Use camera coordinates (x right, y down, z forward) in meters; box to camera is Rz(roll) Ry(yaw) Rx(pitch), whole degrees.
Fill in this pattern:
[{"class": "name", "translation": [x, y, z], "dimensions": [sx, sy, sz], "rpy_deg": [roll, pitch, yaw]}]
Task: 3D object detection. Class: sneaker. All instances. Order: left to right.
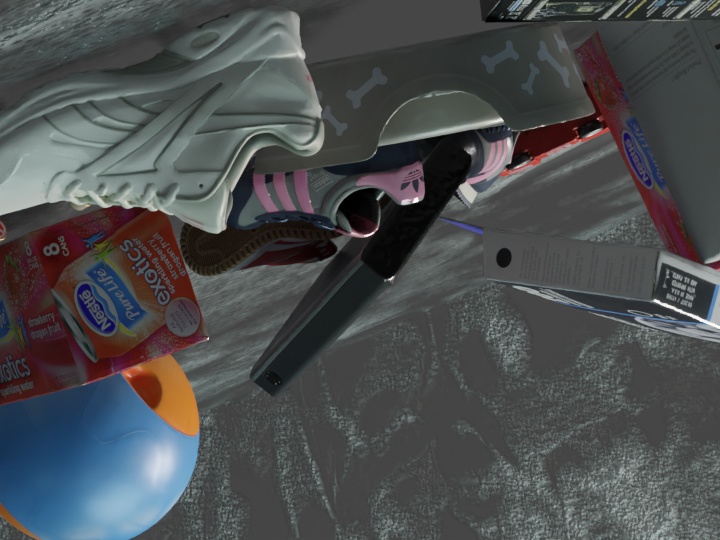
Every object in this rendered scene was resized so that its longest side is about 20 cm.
[{"class": "sneaker", "translation": [-0.109, -0.058, 1.082], "dimensions": [0.200, 0.099, 0.078], "rpy_deg": [-23, 174, -1]}, {"class": "sneaker", "translation": [-0.030, -0.051, 1.458], "dimensions": [0.070, 0.082, 0.200], "rpy_deg": [-20, 174, -36]}, {"class": "sneaker", "translation": [-0.031, -0.049, 1.601], "dimensions": [0.200, 0.071, 0.112], "rpy_deg": [-20, 174, 38]}, {"class": "sneaker", "translation": [0.083, -0.109, 1.632], "dimensions": [0.082, 0.070, 0.200], "rpy_deg": [-46, 173, -2]}]

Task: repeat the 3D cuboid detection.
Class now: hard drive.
[{"class": "hard drive", "translation": [0.000, 0.000, 1.565], "dimensions": [0.140, 0.033, 0.200], "rpy_deg": [-54, -175, -38]}]

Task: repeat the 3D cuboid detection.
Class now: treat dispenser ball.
[{"class": "treat dispenser ball", "translation": [-0.239, 0.140, 1.849], "dimensions": [0.201, 0.201, 0.201], "rpy_deg": [-23, 174, -3]}]

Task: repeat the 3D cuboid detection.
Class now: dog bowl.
[{"class": "dog bowl", "translation": [0.032, -0.101, 1.231], "dimensions": [0.200, 0.059, 0.200], "rpy_deg": [-11, -176, 1]}]

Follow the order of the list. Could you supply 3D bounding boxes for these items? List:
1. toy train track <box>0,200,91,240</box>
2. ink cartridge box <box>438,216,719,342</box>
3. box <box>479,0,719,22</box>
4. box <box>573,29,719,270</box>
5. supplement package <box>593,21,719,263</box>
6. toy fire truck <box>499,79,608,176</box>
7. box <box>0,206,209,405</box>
[{"class": "toy train track", "translation": [-0.167, -0.049, 1.271], "dimensions": [0.115, 0.033, 0.200], "rpy_deg": [-28, 174, 36]}, {"class": "ink cartridge box", "translation": [0.184, 0.012, 1.518], "dimensions": [0.200, 0.043, 0.198], "rpy_deg": [11, 176, 44]}, {"class": "box", "translation": [0.162, -0.178, 1.096], "dimensions": [0.160, 0.044, 0.200], "rpy_deg": [-2, 169, -12]}, {"class": "box", "translation": [0.252, -0.104, 1.571], "dimensions": [0.095, 0.200, 0.103], "rpy_deg": [-23, 175, -19]}, {"class": "supplement package", "translation": [0.256, -0.124, 1.408], "dimensions": [0.117, 0.200, 0.117], "rpy_deg": [-21, 174, -22]}, {"class": "toy fire truck", "translation": [0.201, -0.137, 1.820], "dimensions": [0.200, 0.049, 0.141], "rpy_deg": [-24, 174, 12]}, {"class": "box", "translation": [-0.191, 0.023, 1.360], "dimensions": [0.095, 0.100, 0.200], "rpy_deg": [-19, -178, -31]}]
